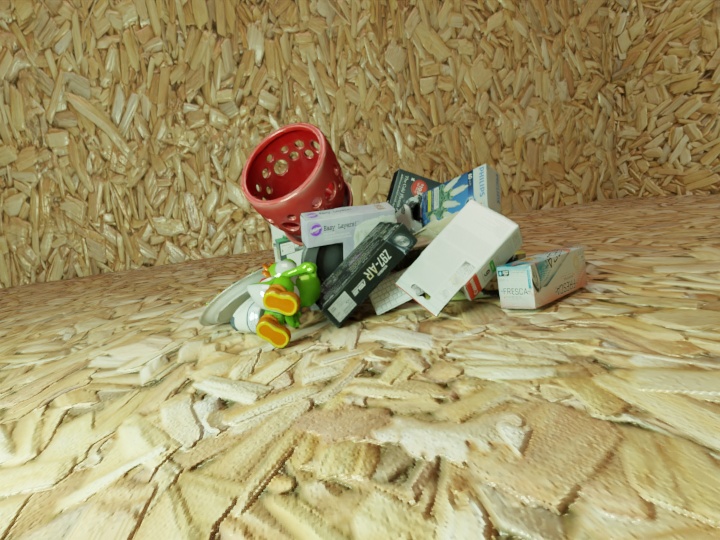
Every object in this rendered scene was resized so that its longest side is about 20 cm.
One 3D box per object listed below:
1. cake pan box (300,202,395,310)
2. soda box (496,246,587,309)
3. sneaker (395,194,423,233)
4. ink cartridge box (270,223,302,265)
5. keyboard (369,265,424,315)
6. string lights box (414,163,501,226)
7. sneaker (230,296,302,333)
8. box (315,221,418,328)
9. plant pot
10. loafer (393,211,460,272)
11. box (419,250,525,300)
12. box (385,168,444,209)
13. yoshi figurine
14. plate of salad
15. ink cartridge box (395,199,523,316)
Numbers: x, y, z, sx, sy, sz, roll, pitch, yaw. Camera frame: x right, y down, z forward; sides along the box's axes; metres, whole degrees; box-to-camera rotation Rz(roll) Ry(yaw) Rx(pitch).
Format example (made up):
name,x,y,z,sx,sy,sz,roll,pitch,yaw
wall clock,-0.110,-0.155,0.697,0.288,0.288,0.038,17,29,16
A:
name,x,y,z,sx,sy,sz,roll,pitch,yaw
cake pan box,-0.026,-0.029,1.048,0.193,0.191,0.052,-9,23,-20
soda box,0.304,0.010,0.870,0.196,0.071,0.062,-14,7,-44
sneaker,0.082,-0.117,1.169,0.200,0.141,0.077,45,9,37
ink cartridge box,-0.130,-0.051,1.259,0.141,0.208,0.084,-4,9,24
keyboard,0.107,0.012,0.931,0.195,0.057,0.011,-26,-32,0
string lights box,0.205,-0.137,1.136,0.058,0.106,0.197,21,-28,-38
sneaker,-0.166,0.060,0.966,0.068,0.076,0.199,-2,9,20
box,0.000,0.000,0.939,0.200,0.044,0.160,-47,12,-5
plant pot,-0.120,-0.169,1.094,0.194,0.207,0.183,-4,-28,24
loafer,0.137,-0.054,1.010,0.194,0.076,0.070,-17,46,18
box,0.201,0.011,0.961,0.193,0.078,0.050,-7,7,13
box,0.143,-0.121,1.293,0.176,0.207,0.104,16,5,-5
yoshi figurine,-0.107,0.041,0.858,0.109,0.115,0.201,-22,21,8
plate of salad,-0.217,0.038,0.989,0.197,0.049,0.201,-34,-12,-8
ink cartridge box,0.163,-0.013,0.876,0.200,0.051,0.108,-46,48,-7
